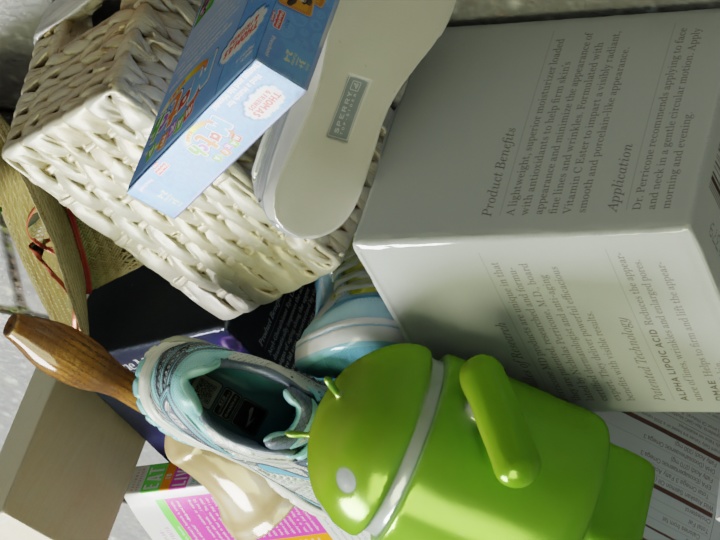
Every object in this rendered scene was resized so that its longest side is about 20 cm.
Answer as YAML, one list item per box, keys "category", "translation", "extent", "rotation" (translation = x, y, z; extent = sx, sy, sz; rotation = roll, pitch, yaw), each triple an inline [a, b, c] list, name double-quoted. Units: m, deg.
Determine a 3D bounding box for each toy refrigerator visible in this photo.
- category: "toy refrigerator"
  translation: [-0.191, 0.109, 1.853]
  extent: [0.076, 0.200, 0.070]
  rotation: [32, 142, -18]

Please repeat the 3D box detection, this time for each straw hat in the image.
- category: "straw hat"
  translation: [-0.172, -0.038, 1.736]
  extent: [0.085, 0.201, 0.201]
  rotation: [-22, 143, -12]

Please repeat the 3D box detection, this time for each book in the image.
- category: "book"
  translation: [-0.042, 0.171, 1.823]
  extent: [0.200, 0.048, 0.134]
  rotation: [-8, 135, 31]

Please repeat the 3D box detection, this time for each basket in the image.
- category: "basket"
  translation: [-0.097, -0.079, 1.627]
  extent: [0.200, 0.123, 0.136]
  rotation: [38, 140, -24]

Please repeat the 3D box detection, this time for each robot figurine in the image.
- category: "robot figurine"
  translation: [0.060, 0.112, 1.536]
  extent: [0.200, 0.116, 0.175]
  rotation: [23, 145, -6]

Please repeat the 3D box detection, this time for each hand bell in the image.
- category: "hand bell"
  translation: [-0.130, 0.078, 1.666]
  extent: [0.200, 0.104, 0.104]
  rotation: [29, 144, -27]

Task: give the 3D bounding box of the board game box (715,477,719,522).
- category: "board game box"
  translation: [0.272, 0.096, 1.624]
  extent: [0.126, 0.200, 0.035]
  rotation: [35, 133, -22]

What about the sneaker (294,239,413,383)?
- category: "sneaker"
  translation: [0.000, 0.000, 1.659]
  extent: [0.079, 0.131, 0.200]
  rotation: [1, 174, -3]

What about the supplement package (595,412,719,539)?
- category: "supplement package"
  translation: [0.159, 0.141, 1.735]
  extent: [0.117, 0.200, 0.117]
  rotation: [27, 144, -11]

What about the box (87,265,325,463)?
- category: "box"
  translation: [-0.071, 0.067, 1.826]
  extent: [0.148, 0.104, 0.200]
  rotation: [-14, 133, 38]

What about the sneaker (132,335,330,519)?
- category: "sneaker"
  translation: [-0.035, 0.099, 1.618]
  extent: [0.200, 0.078, 0.086]
  rotation: [20, 172, -15]

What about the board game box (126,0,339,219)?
- category: "board game box"
  translation: [-0.050, -0.142, 1.458]
  extent: [0.037, 0.200, 0.151]
  rotation: [31, 143, -16]

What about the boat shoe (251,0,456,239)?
- category: "boat shoe"
  translation: [-0.006, -0.116, 1.528]
  extent: [0.072, 0.200, 0.069]
  rotation: [12, -168, -28]

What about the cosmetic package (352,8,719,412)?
- category: "cosmetic package"
  translation: [0.130, -0.031, 1.553]
  extent: [0.200, 0.165, 0.165]
  rotation: [-1, 141, 27]

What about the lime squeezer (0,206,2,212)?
- category: "lime squeezer"
  translation: [-0.255, -0.060, 1.757]
  extent: [0.038, 0.071, 0.200]
  rotation: [-23, 150, -12]
